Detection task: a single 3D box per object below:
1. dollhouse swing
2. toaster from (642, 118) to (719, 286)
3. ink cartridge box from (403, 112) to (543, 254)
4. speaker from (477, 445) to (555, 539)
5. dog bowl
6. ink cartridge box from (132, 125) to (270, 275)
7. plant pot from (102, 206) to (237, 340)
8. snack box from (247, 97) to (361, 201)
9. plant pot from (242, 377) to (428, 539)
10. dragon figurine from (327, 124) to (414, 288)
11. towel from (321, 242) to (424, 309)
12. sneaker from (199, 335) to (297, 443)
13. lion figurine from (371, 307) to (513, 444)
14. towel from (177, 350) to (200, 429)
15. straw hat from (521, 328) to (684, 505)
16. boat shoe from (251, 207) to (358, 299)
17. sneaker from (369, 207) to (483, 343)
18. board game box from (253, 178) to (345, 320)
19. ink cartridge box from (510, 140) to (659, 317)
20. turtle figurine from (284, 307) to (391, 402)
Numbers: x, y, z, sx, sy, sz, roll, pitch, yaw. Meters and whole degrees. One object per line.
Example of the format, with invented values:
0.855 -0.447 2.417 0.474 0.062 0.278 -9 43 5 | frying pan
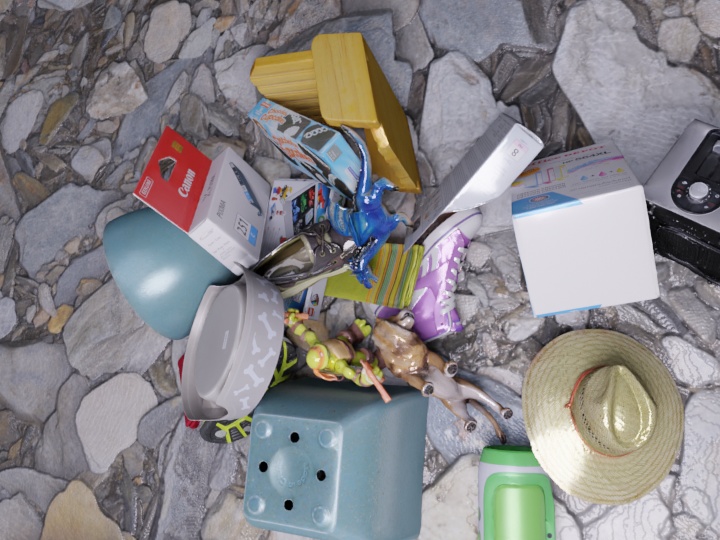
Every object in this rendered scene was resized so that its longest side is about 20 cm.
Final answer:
-0.038 -0.190 0.830 0.175 0.200 0.182 -15 69 15 | dollhouse swing
0.406 -0.048 0.650 0.181 0.200 0.119 34 90 31 | toaster
0.137 -0.104 0.781 0.057 0.163 0.200 34 109 -5 | ink cartridge box
0.181 0.311 0.719 0.088 0.088 0.201 -2 79 21 | speaker
-0.159 0.092 0.768 0.200 0.059 0.201 -36 45 47 | dog bowl
-0.209 -0.113 0.861 0.045 0.176 0.200 -35 32 23 | ink cartridge box
-0.254 -0.019 0.901 0.134 0.200 0.201 -29 71 6 | plant pot
-0.064 -0.160 0.827 0.037 0.116 0.200 -48 44 -6 | snack box
-0.040 0.237 0.759 0.195 0.200 0.197 1 81 21 | plant pot
-0.001 -0.067 0.745 0.099 0.200 0.059 -36 40 -12 | dragon figurine
0.000 0.000 0.843 0.200 0.018 0.086 6 77 47 | towel
-0.166 0.170 0.903 0.200 0.075 0.076 -51 36 9 | sneaker
0.097 0.136 0.765 0.072 0.200 0.122 -45 25 -9 | lion figurine
-0.204 0.117 0.899 0.200 0.022 0.145 -49 38 17 | towel
0.280 0.153 0.676 0.200 0.085 0.202 -1 72 3 | straw hat
-0.057 -0.025 0.820 0.200 0.065 0.073 -34 68 11 | boat shoe
0.115 0.017 0.814 0.114 0.073 0.201 45 109 19 | sneaker
-0.096 -0.034 0.908 0.126 0.035 0.201 9 83 38 | board game box
0.246 -0.057 0.705 0.128 0.200 0.126 -12 113 18 | ink cartridge box
-0.019 0.112 0.793 0.200 0.161 0.065 29 103 27 | turtle figurine
